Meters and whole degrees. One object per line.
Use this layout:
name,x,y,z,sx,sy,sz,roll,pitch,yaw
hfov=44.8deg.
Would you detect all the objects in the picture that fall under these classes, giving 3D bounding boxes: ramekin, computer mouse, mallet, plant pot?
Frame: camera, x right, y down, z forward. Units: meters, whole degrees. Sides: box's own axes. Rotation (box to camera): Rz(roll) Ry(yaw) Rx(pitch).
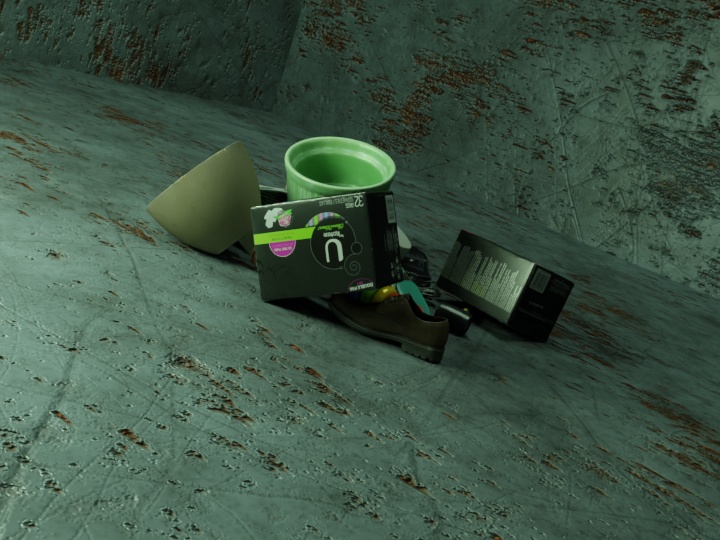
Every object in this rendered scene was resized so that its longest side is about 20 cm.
ramekin,-0.040,-0.152,1.564,0.197,0.099,0.201,6,33,-4
computer mouse,0.088,0.007,1.740,0.137,0.053,0.200,17,24,-4
mallet,0.177,0.077,1.609,0.065,0.042,0.200,24,10,8
plant pot,-0.246,-0.109,1.497,0.135,0.199,0.200,54,12,-6

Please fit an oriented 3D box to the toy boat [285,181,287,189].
toy boat,-0.096,-0.205,1.974,0.129,0.201,0.131,18,38,-4

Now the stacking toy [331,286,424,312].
stacking toy,0.028,0.046,1.449,0.199,0.086,0.085,33,19,28

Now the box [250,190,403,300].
box,-0.051,-0.039,1.358,0.198,0.151,0.124,-6,3,23

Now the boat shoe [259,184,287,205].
boat shoe,-0.150,-0.119,1.671,0.198,0.074,0.066,8,5,-40

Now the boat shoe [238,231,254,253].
boat shoe,-0.203,-0.073,1.619,0.199,0.072,0.062,22,10,31

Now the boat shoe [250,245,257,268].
boat shoe,-0.089,-0.029,1.515,0.198,0.071,0.071,-12,44,-20

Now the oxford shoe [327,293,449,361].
oxford shoe,0.046,0.066,1.358,0.198,0.085,0.073,19,15,9

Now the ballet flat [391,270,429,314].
ballet flat,0.059,0.029,1.529,0.067,0.062,0.201,0,53,-42

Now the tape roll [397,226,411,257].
tape roll,0.012,-0.095,1.705,0.202,0.037,0.203,37,15,-11

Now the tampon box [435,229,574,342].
tampon box,0.278,0.026,1.689,0.149,0.127,0.199,21,7,-44
